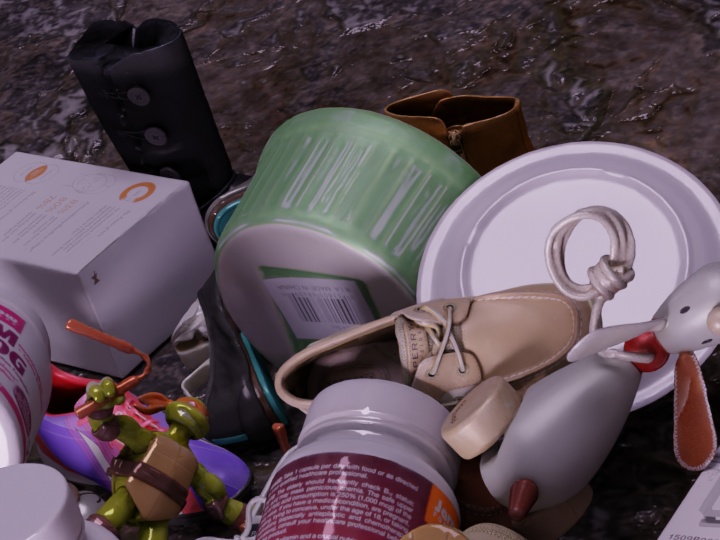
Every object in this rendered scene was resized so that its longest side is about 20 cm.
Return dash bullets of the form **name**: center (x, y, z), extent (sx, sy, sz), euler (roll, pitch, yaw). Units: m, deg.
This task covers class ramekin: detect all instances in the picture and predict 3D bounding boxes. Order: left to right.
- **ramekin**: center (0.000, 0.000, 1.569), extent (0.199, 0.201, 0.098), euler (5, 45, 35)

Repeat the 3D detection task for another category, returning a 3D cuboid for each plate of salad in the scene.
- **plate of salad**: center (0.133, 0.009, 1.457), extent (0.198, 0.048, 0.201), euler (-7, 56, 10)

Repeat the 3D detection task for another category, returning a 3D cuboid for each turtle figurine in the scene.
- **turtle figurine**: center (-0.138, 0.134, 1.478), extent (0.064, 0.200, 0.162), euler (-6, 50, 52)

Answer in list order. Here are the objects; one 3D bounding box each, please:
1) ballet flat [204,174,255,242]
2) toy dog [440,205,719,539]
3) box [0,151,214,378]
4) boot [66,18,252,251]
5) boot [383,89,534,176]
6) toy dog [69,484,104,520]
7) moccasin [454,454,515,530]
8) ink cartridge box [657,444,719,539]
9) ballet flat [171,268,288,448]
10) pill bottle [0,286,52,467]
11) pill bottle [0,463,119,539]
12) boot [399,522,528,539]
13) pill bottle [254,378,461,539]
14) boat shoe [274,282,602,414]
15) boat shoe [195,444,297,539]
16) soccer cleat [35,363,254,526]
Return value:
- **ballet flat**: center (-0.027, -0.053, 1.746), extent (0.199, 0.068, 0.064), euler (-5, 39, -22)
- **toy dog**: center (0.132, 0.076, 1.321), extent (0.131, 0.201, 0.096), euler (26, 19, -8)
- **box**: center (-0.221, -0.008, 1.798), extent (0.199, 0.098, 0.124), euler (11, 42, 42)
- **boot**: center (-0.111, -0.100, 1.779), extent (0.164, 0.201, 0.066), euler (-7, 32, 20)
- **boot**: center (0.032, -0.052, 1.676), extent (0.200, 0.145, 0.071), euler (-12, 30, 13)
- **toy dog**: center (-0.254, 0.187, 1.494), extent (0.131, 0.097, 0.200), euler (5, 39, 35)
- **moccasin**: center (0.119, 0.087, 1.464), extent (0.073, 0.078, 0.201), euler (35, 55, 28)
- **ink cartridge box**: center (0.250, 0.151, 1.287), extent (0.146, 0.083, 0.200), euler (4, 38, 36)
- **ballet flat**: center (-0.097, 0.055, 1.661), extent (0.068, 0.068, 0.200), euler (-25, 30, 8)
- **pill bottle**: center (-0.256, 0.081, 1.511), extent (0.113, 0.114, 0.200), euler (-17, 16, 5)
- **pill bottle**: center (-0.166, 0.209, 1.319), extent (0.110, 0.201, 0.111), euler (-15, 31, 9)
- **boot**: center (0.098, 0.220, 1.260), extent (0.073, 0.200, 0.155), euler (-39, -13, 9)
- **pill bottle**: center (-0.006, 0.168, 1.343), extent (0.113, 0.114, 0.201), euler (-5, 47, 24)
- **boat shoe**: center (0.045, 0.051, 1.400), extent (0.199, 0.065, 0.073), euler (-14, 73, 24)
- **boat shoe**: center (-0.057, 0.174, 1.425), extent (0.074, 0.087, 0.202), euler (-3, 34, 27)
- **soccer cleat**: center (-0.153, 0.114, 1.588), extent (0.199, 0.074, 0.068), euler (15, 44, 43)
